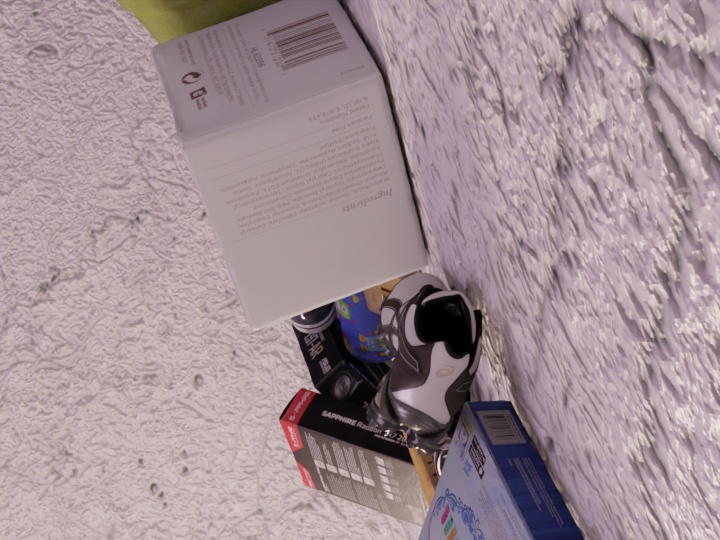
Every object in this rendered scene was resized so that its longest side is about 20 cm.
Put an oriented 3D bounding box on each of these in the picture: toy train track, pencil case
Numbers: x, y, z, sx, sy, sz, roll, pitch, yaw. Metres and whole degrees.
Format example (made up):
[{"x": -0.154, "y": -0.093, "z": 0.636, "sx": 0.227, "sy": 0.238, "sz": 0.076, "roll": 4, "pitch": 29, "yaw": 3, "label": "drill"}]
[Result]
[{"x": -0.019, "y": -0.020, "z": 1.157, "sx": 0.199, "sy": 0.033, "sz": 0.115, "roll": 21, "pitch": 146, "yaw": 28, "label": "toy train track"}, {"x": 0.000, "y": 0.000, "z": 1.247, "sx": 0.087, "sy": 0.078, "sz": 0.201, "roll": 30, "pitch": 145, "yaw": 45, "label": "pencil case"}]

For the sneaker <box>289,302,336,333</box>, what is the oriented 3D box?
[{"x": -0.044, "y": -0.037, "z": 1.330, "sx": 0.080, "sy": 0.078, "sz": 0.201, "roll": 66, "pitch": -152, "yaw": -56, "label": "sneaker"}]

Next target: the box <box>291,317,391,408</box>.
[{"x": 0.015, "y": 0.140, "z": 1.356, "sx": 0.200, "sy": 0.044, "sz": 0.160, "roll": 44, "pitch": -172, "yaw": -24, "label": "box"}]

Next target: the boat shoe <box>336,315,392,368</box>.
[{"x": 0.008, "y": 0.109, "z": 1.475, "sx": 0.200, "sy": 0.072, "sz": 0.068, "roll": 52, "pitch": 174, "yaw": -31, "label": "boat shoe"}]

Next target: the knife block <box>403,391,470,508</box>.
[{"x": 0.088, "y": 0.179, "z": 1.041, "sx": 0.176, "sy": 0.064, "sz": 0.201, "roll": -132, "pitch": 23, "yaw": -80, "label": "knife block"}]

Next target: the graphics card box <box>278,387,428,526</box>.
[{"x": 0.022, "y": 0.200, "z": 1.246, "sx": 0.199, "sy": 0.051, "sz": 0.126, "roll": 15, "pitch": 142, "yaw": 27, "label": "graphics card box"}]

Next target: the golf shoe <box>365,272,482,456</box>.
[{"x": 0.059, "y": 0.044, "z": 0.879, "sx": 0.200, "sy": 0.077, "sz": 0.095, "roll": -85, "pitch": 21, "yaw": -60, "label": "golf shoe"}]

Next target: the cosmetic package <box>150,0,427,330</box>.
[{"x": -0.059, "y": -0.095, "z": 1.018, "sx": 0.168, "sy": 0.165, "sz": 0.201, "roll": -115, "pitch": 7, "yaw": -51, "label": "cosmetic package"}]

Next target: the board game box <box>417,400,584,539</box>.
[{"x": 0.097, "y": 0.231, "z": 0.835, "sx": 0.200, "sy": 0.043, "sz": 0.200, "roll": -114, "pitch": 32, "yaw": -48, "label": "board game box"}]

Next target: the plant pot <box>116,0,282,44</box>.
[{"x": -0.117, "y": -0.245, "z": 1.106, "sx": 0.185, "sy": 0.200, "sz": 0.201, "roll": 59, "pitch": -177, "yaw": -37, "label": "plant pot"}]
